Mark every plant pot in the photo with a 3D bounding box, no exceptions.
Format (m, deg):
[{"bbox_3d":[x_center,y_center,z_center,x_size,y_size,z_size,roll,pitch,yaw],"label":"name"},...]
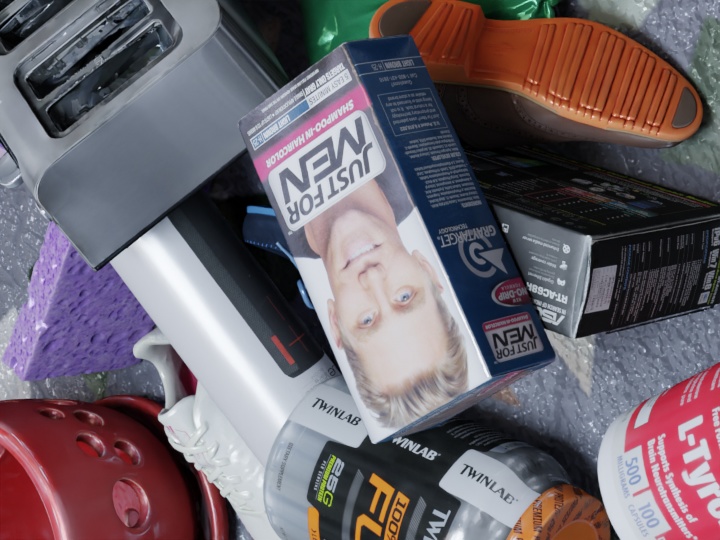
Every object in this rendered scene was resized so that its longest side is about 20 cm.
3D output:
[{"bbox_3d":[-0.205,0.181,1.619,0.200,0.182,0.201,9,104,41],"label":"plant pot"}]

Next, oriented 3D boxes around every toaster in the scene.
[{"bbox_3d":[-0.150,-0.129,1.443,0.200,0.119,0.181,-38,56,3],"label":"toaster"}]

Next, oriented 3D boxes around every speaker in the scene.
[{"bbox_3d":[-0.090,0.030,1.525,0.081,0.081,0.200,-36,90,39],"label":"speaker"}]

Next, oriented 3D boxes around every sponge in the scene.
[{"bbox_3d":[-0.171,-0.015,1.603,0.030,0.111,0.200,42,123,34],"label":"sponge"}]

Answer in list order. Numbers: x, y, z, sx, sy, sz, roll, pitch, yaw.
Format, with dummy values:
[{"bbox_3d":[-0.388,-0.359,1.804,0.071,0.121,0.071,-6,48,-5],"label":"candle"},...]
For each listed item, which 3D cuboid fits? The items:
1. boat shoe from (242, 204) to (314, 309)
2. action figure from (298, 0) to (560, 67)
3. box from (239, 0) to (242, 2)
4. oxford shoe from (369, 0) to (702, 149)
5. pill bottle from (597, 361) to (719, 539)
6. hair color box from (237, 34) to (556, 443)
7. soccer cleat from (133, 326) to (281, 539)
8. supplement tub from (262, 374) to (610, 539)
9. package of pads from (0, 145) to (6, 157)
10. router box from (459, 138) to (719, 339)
[{"bbox_3d":[0.000,0.000,1.473,0.200,0.084,0.069,15,102,41],"label":"boat shoe"},{"bbox_3d":[0.056,-0.152,1.417,0.200,0.055,0.118,-21,82,35],"label":"action figure"},{"bbox_3d":[-0.091,-0.295,1.525,0.158,0.050,0.200,-34,75,39],"label":"box"},{"bbox_3d":[0.102,-0.105,1.360,0.200,0.071,0.073,18,143,12],"label":"oxford shoe"},{"bbox_3d":[0.235,0.092,1.261,0.200,0.112,0.112,-33,76,40],"label":"pill bottle"},{"bbox_3d":[0.017,-0.018,1.268,0.100,0.060,0.200,-33,76,41],"label":"hair color box"},{"bbox_3d":[-0.092,0.122,1.574,0.070,0.086,0.200,-39,72,38],"label":"soccer cleat"},{"bbox_3d":[0.047,0.149,1.431,0.200,0.122,0.123,21,111,38],"label":"supplement tub"},{"bbox_3d":[-0.233,-0.133,1.642,0.200,0.076,0.121,16,136,40],"label":"package of pads"},{"bbox_3d":[0.095,-0.025,1.340,0.200,0.150,0.062,21,111,38],"label":"router box"}]
